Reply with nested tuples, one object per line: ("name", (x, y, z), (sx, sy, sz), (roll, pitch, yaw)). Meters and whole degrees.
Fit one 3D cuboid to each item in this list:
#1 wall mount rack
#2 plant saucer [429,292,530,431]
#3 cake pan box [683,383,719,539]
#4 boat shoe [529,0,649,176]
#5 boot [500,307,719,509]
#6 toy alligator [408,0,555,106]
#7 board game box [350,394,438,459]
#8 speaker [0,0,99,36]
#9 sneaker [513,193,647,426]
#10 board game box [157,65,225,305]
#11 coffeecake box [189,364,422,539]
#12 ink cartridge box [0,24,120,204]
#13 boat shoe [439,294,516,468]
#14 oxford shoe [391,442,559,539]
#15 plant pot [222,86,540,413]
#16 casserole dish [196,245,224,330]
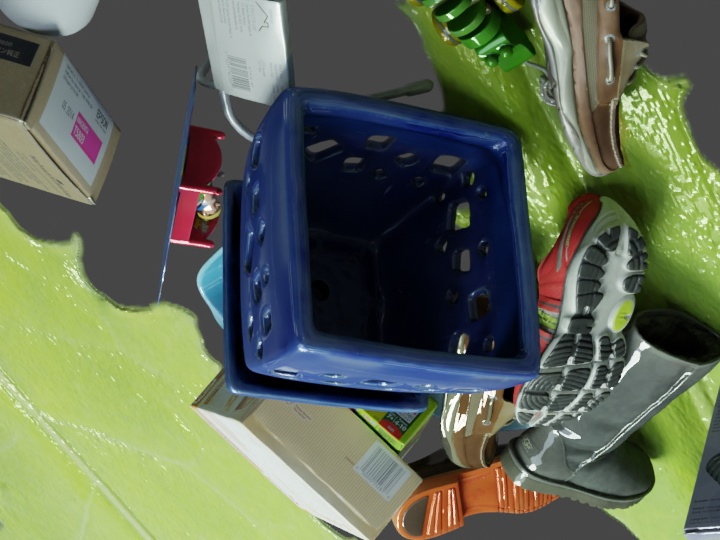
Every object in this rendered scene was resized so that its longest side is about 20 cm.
("wall mount rack", (-0.041, -0.174, 1.151), (0.174, 0.075, 0.200), (16, 142, 18))
("plant saucer", (0.090, 0.061, 1.380), (0.201, 0.039, 0.201), (15, 143, 12))
("cake pan box", (0.351, 0.123, 1.188), (0.200, 0.184, 0.052), (-14, 133, 39))
("boat shoe", (0.157, -0.146, 1.064), (0.072, 0.076, 0.200), (-14, 132, 8))
("boot", (0.232, 0.114, 1.340), (0.182, 0.073, 0.200), (7, 131, -40))
("toy alligator", (0.083, -0.166, 1.089), (0.059, 0.054, 0.200), (-28, 123, 30))
("board game box", (0.007, 0.118, 1.408), (0.102, 0.048, 0.200), (40, 167, 7))
("speaker", (-0.202, -0.253, 1.134), (0.081, 0.081, 0.200), (30, 143, -6))
("sneaker", (0.165, 0.031, 1.242), (0.077, 0.085, 0.200), (6, 121, -22))
("board game box", (-0.122, -0.065, 1.233), (0.039, 0.200, 0.158), (10, 108, -8))
("coffeecake box", (-0.053, 0.150, 1.412), (0.154, 0.073, 0.200), (44, 167, -13))
("ink cartridge box", (-0.297, -0.135, 1.278), (0.165, 0.075, 0.200), (17, 166, 10))
("boat shoe", (0.107, 0.098, 1.323), (0.074, 0.076, 0.200), (9, 141, 14))
("oxford shoe", (0.111, 0.177, 1.441), (0.200, 0.073, 0.071), (-11, 121, -19))
("plant pot", (0.000, 0.000, 1.193), (0.200, 0.200, 0.180), (7, 158, -26))
("casserole dish", (-0.066, 0.012, 1.388), (0.121, 0.039, 0.200), (46, 146, -5))
